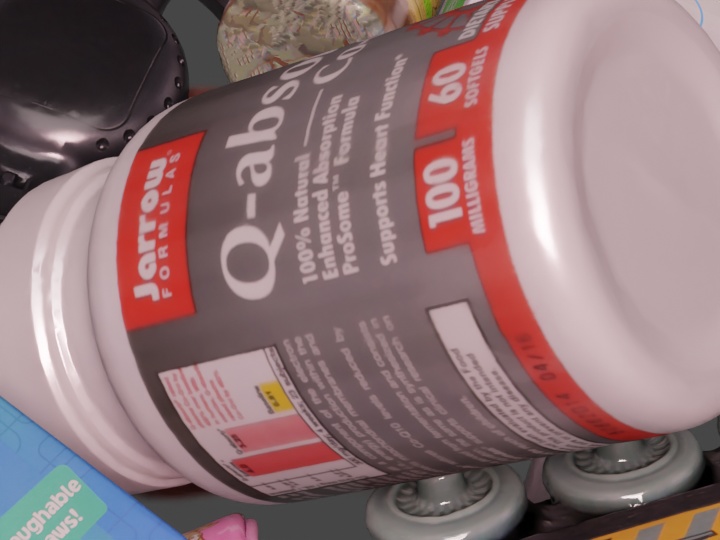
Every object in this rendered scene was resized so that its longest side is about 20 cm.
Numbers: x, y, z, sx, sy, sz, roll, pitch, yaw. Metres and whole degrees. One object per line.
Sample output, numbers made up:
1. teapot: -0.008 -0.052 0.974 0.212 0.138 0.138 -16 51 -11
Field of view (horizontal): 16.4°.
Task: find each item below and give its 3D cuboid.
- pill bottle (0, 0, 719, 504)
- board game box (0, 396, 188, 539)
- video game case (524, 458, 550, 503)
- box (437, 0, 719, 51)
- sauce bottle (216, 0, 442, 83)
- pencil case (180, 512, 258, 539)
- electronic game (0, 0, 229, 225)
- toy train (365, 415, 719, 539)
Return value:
1. pill bottle: 0.000 0.000 0.665 0.199 0.116 0.117 -15 51 37
2. board game box: -0.113 0.111 0.625 0.199 0.045 0.152 33 67 22
3. video game case: 0.111 0.161 0.719 0.181 0.022 0.201 16 61 7
4. box: 0.117 -0.073 0.777 0.176 0.097 0.201 26 51 -3
5. sauce bottle: 0.009 -0.129 0.838 0.064 0.065 0.201 15 46 7
6. pencil case: -0.122 0.117 0.700 0.198 0.087 0.083 -6 67 -5
7. electronic game: -0.096 -0.062 0.827 0.198 0.042 0.201 4 54 -5
8. toy train: 0.085 0.092 0.677 0.198 0.086 0.114 -14 24 -8
